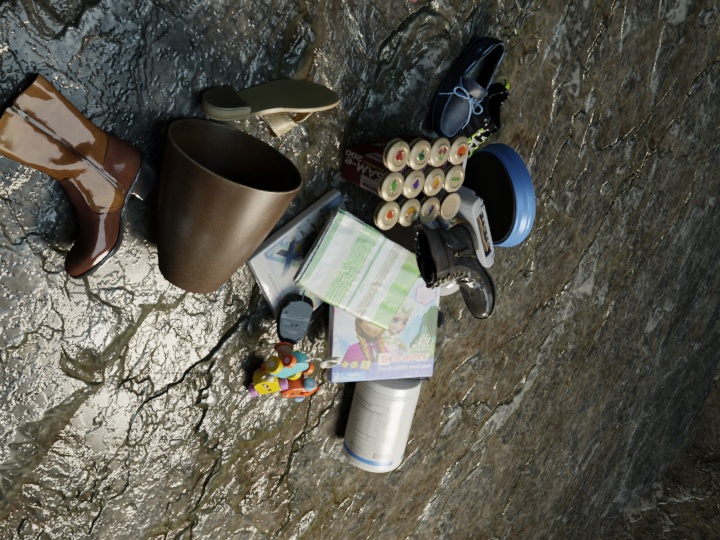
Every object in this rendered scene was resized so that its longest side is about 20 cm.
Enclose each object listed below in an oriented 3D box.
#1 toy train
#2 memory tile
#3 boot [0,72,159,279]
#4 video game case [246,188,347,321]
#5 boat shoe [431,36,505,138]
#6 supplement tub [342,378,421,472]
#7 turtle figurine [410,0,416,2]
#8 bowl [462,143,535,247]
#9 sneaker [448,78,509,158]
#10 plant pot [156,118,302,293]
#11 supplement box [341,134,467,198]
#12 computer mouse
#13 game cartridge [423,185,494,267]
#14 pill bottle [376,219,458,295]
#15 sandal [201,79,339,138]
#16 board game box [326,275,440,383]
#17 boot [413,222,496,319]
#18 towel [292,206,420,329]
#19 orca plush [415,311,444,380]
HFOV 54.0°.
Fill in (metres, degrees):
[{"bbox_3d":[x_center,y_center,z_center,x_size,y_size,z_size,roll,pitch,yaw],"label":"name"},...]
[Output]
[{"bbox_3d":[-0.117,0.175,1.247,0.150,0.056,0.200,-1,151,-25],"label":"toy train"},{"bbox_3d":[0.105,-0.147,1.177,0.200,0.017,0.154,-13,122,-40],"label":"memory tile"},{"bbox_3d":[-0.366,-0.106,0.862,0.189,0.068,0.200,-56,138,-4],"label":"boot"},{"bbox_3d":[-0.087,-0.015,1.222,0.200,0.022,0.183,-40,135,-21],"label":"video game case"},{"bbox_3d":[0.192,-0.333,1.270,0.084,0.069,0.201,21,93,-33],"label":"boat shoe"},{"bbox_3d":[0.042,0.296,1.449,0.132,0.132,0.201,-6,116,-42],"label":"supplement tub"},{"bbox_3d":[0.064,-0.480,1.015,0.193,0.200,0.144,-20,91,-31],"label":"turtle figurine"},{"bbox_3d":[0.259,-0.142,1.362,0.039,0.201,0.201,-12,122,-21],"label":"bowl"},{"bbox_3d":[0.216,-0.269,1.327,0.072,0.083,0.201,14,103,-47],"label":"sneaker"},{"bbox_3d":[-0.205,-0.075,0.976,0.186,0.187,0.200,1,127,-45],"label":"plant pot"},{"bbox_3d":[0.078,-0.183,1.223,0.200,0.109,0.061,-17,125,-39],"label":"supplement box"},{"bbox_3d":[-0.100,0.033,1.204,0.058,0.034,0.201,14,99,-22],"label":"computer mouse"},{"bbox_3d":[0.187,-0.094,1.359,0.042,0.133,0.200,-51,145,-20],"label":"game cartridge"},{"bbox_3d":[0.123,-0.034,1.349,0.114,0.114,0.200,-55,138,-5],"label":"pill bottle"},{"bbox_3d":[-0.135,-0.227,1.032,0.211,0.078,0.070,-13,141,-33],"label":"sandal"},{"bbox_3d":[0.041,0.101,1.288,0.199,0.041,0.200,-2,108,-14],"label":"board game box"},{"bbox_3d":[0.158,0.007,1.239,0.174,0.069,0.201,-18,89,-55],"label":"boot"},{"bbox_3d":[0.000,0.000,1.204,0.200,0.031,0.150,29,95,-27],"label":"towel"},{"bbox_3d":[0.125,0.127,1.449,0.071,0.105,0.201,57,26,-69],"label":"orca plush"}]
